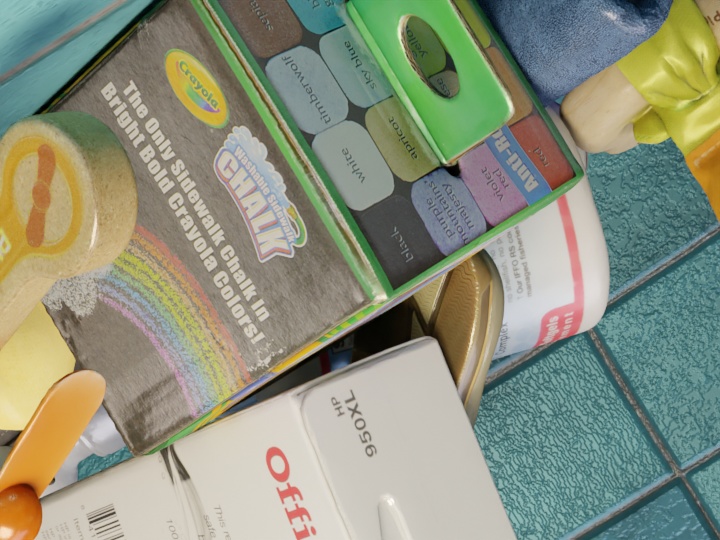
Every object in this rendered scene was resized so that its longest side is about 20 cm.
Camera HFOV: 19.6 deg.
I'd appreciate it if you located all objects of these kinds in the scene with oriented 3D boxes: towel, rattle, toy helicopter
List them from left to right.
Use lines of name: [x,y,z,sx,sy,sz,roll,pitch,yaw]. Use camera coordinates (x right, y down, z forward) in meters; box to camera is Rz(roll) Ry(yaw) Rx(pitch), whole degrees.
toy helicopter: [-0.124,0.026,0.638,0.079,0.133,0.200,-14,159,-46]
towel: [0.044,-0.097,0.803,0.200,0.048,0.112,-31,-141,49]
rattle: [0.166,-0.056,0.944,0.130,0.143,0.200,-47,174,-15]

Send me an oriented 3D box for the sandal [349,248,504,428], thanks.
sandal: [0.020,0.063,0.863,0.054,0.080,0.201,-17,141,-43]

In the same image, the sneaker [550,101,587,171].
sneaker: [0.003,-0.048,1.050,0.199,0.079,0.115,-8,-170,30]

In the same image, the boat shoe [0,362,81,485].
boat shoe: [-0.159,0.074,0.858,0.070,0.067,0.200,-16,-162,45]

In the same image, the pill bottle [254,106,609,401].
pill bottle: [0.000,0.000,0.916,0.198,0.110,0.109,-16,175,-9]

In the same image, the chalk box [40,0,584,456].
chalk box: [-0.018,-0.042,0.732,0.200,0.125,0.124,-33,178,44]

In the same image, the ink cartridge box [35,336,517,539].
ink cartridge box: [-0.031,0.127,0.834,0.084,0.146,0.199,-21,177,-43]

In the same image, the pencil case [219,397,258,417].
pencil case: [-0.049,0.019,1.122,0.200,0.090,0.084,-26,133,-71]

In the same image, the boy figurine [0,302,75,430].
boy figurine: [-0.198,0.054,0.770,0.199,0.065,0.124,-24,-150,-28]

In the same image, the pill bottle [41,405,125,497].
pill bottle: [-0.210,0.094,1.026,0.199,0.113,0.112,-29,178,4]
